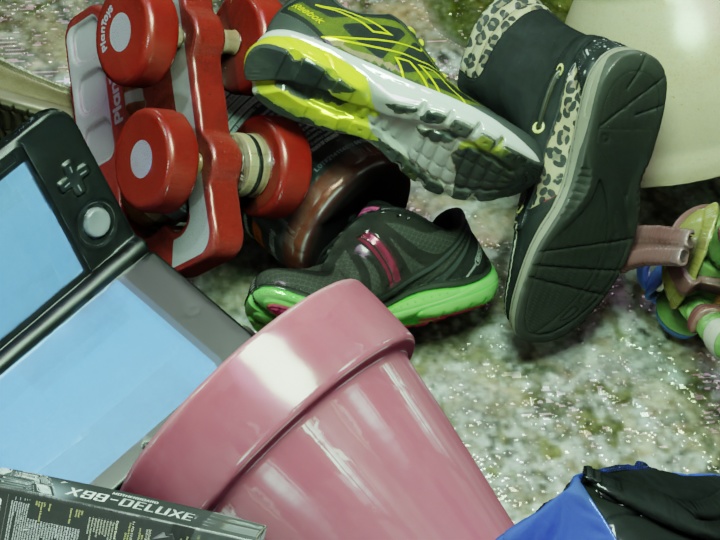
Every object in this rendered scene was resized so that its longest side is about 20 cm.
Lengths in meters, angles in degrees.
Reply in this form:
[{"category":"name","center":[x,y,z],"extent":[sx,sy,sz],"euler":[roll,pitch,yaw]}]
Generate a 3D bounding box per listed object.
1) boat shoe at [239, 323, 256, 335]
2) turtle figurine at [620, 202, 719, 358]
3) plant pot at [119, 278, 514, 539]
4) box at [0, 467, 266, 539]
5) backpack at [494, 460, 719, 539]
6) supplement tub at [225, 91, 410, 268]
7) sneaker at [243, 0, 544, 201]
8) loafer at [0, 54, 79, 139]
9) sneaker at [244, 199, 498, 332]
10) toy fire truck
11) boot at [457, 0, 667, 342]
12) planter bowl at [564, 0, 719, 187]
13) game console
[{"category":"boat shoe","center":[-0.159,0.064,1.699],"extent":[0.201,0.072,0.060],"euler":[1,50,-6]},{"category":"turtle figurine","center":[0.269,-0.002,1.707],"extent":[0.144,0.194,0.200],"euler":[-24,58,-25]},{"category":"plant pot","center":[-0.012,0.135,1.582],"extent":[0.179,0.200,0.200],"euler":[45,59,12]},{"category":"box","center":[-0.148,0.223,1.496],"extent":[0.157,0.201,0.050],"euler":[11,5,6]},{"category":"backpack","center":[0.167,0.200,1.541],"extent":[0.200,0.168,0.163],"euler":[-1,59,-51]},{"category":"supplement tub","center":[-0.067,-0.087,1.812],"extent":[0.107,0.107,0.200],"euler":[-33,58,-28]},{"category":"sneaker","center":[0.030,-0.116,1.688],"extent":[0.200,0.075,0.085],"euler":[26,52,-8]},{"category":"loafer","center":[-0.260,-0.126,1.851],"extent":[0.199,0.076,0.068],"euler":[16,56,10]},{"category":"sneaker","center":[0.000,0.000,1.728],"extent":[0.200,0.077,0.084],"euler":[-10,82,-44]},{"category":"toy fire truck","center":[-0.128,-0.090,1.737],"extent":[0.112,0.168,0.201],"euler":[1,75,-37]},{"category":"boot","center":[0.116,-0.072,1.763],"extent":[0.073,0.204,0.154],"euler":[4,23,-33]},{"category":"planter bowl","center":[0.218,-0.157,1.816],"extent":[0.200,0.135,0.200],"euler":[-13,20,5]},{"category":"game console","center":[-0.188,0.032,1.603],"extent":[0.200,0.176,0.116],"euler":[-41,35,-25]}]
